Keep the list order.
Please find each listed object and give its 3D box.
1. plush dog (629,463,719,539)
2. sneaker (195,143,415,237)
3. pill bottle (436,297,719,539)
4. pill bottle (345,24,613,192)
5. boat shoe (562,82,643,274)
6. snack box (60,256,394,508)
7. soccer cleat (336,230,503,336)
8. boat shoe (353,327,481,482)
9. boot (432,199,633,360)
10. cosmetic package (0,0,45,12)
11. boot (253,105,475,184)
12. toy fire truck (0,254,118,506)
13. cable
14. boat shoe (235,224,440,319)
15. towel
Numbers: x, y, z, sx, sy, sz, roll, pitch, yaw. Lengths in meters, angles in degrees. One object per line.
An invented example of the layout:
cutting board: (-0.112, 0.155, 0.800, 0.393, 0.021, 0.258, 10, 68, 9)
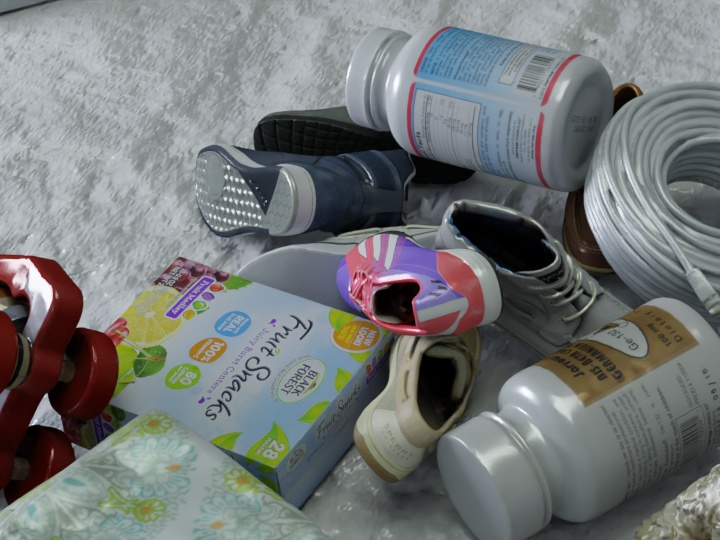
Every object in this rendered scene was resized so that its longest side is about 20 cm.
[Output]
plush dog: (0.289, 0.196, 1.407, 0.199, 0.161, 0.172, -16, 64, -11)
sneaker: (-0.041, -0.065, 1.808, 0.145, 0.077, 0.202, -5, 12, -30)
pill bottle: (0.158, 0.110, 1.533, 0.199, 0.115, 0.114, -27, 44, -21)
pill bottle: (0.093, -0.135, 1.757, 0.199, 0.109, 0.109, 16, 45, 28)
boat shoe: (0.203, -0.077, 1.786, 0.072, 0.068, 0.201, 4, 41, 13)
snack box: (-0.098, 0.085, 1.637, 0.199, 0.068, 0.169, 18, 45, 25)
soccer cleat: (0.024, 0.013, 1.600, 0.073, 0.069, 0.200, -17, 13, -28)
boat shoe: (0.057, 0.078, 1.589, 0.065, 0.072, 0.200, -38, 8, 31)
boot: (0.141, 0.019, 1.619, 0.199, 0.096, 0.074, 27, 70, 9)
cosmetic package: (-0.354, -0.314, 2.118, 0.199, 0.113, 0.081, -17, 40, -9)
boot: (0.010, -0.129, 1.890, 0.199, 0.068, 0.131, 3, 35, 0)
toy fire truck: (-0.272, 0.075, 1.586, 0.112, 0.201, 0.168, 13, 20, -40)
cable: (0.273, -0.053, 1.702, 0.199, 0.069, 0.200, -30, 67, -31)
boat shoe: (0.000, 0.000, 1.728, 0.199, 0.072, 0.066, -14, 9, 7)
towel: (-0.133, 0.187, 1.465, 0.171, 0.048, 0.200, -35, 52, -30)
